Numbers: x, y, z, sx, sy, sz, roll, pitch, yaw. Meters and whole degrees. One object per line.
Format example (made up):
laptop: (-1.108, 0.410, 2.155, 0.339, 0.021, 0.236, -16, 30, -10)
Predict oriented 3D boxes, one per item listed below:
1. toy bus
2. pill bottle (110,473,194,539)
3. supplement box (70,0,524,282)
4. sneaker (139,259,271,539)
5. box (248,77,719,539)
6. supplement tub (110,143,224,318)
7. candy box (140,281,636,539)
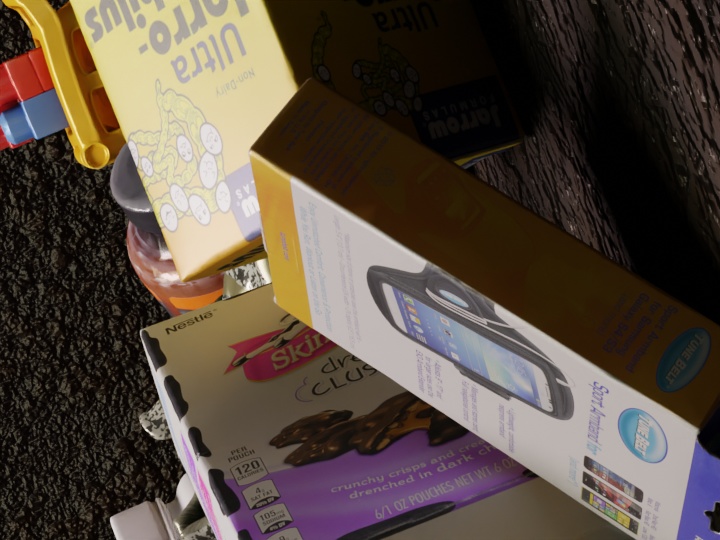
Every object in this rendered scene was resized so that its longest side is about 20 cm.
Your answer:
toy bus: (-0.174, -0.160, 1.615, 0.136, 0.191, 0.201, -150, 41, -80)
pill bottle: (-0.046, 0.160, 1.545, 0.113, 0.199, 0.114, 158, 90, -82)
supplement box: (-0.039, -0.114, 0.981, 0.109, 0.109, 0.201, -28, 83, 47)
sneaker: (-0.062, 0.055, 1.193, 0.077, 0.088, 0.201, -134, 36, -63)
box: (0.055, 0.024, 0.843, 0.199, 0.042, 0.119, 31, 159, 16)
supplement tub: (-0.060, -0.002, 1.393, 0.200, 0.107, 0.107, 53, -175, -44)
candy box: (0.018, 0.067, 0.990, 0.200, 0.167, 0.072, -125, 17, -59)
